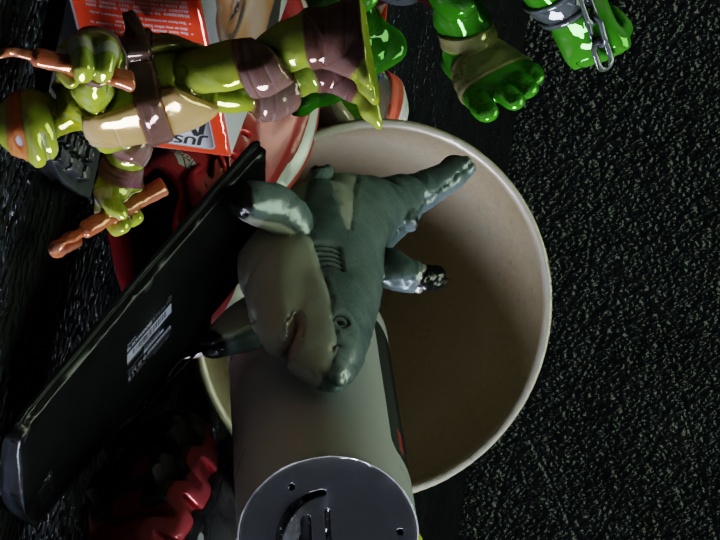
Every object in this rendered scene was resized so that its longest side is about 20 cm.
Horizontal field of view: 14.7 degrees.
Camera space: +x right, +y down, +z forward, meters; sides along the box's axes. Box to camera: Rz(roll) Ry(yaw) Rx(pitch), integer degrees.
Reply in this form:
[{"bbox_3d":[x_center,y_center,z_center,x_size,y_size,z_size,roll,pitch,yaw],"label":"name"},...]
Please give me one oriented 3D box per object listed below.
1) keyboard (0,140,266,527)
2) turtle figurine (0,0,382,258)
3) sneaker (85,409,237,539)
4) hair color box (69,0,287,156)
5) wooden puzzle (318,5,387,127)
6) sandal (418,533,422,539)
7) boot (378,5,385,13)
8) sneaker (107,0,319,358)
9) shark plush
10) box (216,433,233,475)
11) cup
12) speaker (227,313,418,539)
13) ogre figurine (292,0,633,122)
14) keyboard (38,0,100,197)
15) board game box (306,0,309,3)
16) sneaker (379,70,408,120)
[{"bbox_3d":[-0.107,0.029,1.229,0.200,0.040,0.104,-50,157,-36],"label":"keyboard"},{"bbox_3d":[-0.074,-0.066,1.087,0.200,0.160,0.065,82,-4,-68],"label":"turtle figurine"},{"bbox_3d":[-0.097,0.162,1.240,0.098,0.071,0.201,47,49,-27],"label":"sneaker"},{"bbox_3d":[-0.079,-0.151,1.121,0.200,0.061,0.102,81,21,-51],"label":"hair color box"},{"bbox_3d":[-0.005,-0.161,1.592,0.185,0.046,0.201,116,-24,-79],"label":"wooden puzzle"},{"bbox_3d":[-0.032,0.181,1.311,0.079,0.087,0.200,-37,-154,33],"label":"sandal"},{"bbox_3d":[-0.013,-0.230,1.342,0.200,0.076,0.156,34,71,-52],"label":"boot"},{"bbox_3d":[-0.068,-0.063,1.334,0.116,0.078,0.201,70,29,-77],"label":"sneaker"},{"bbox_3d":[0.000,0.000,1.297,0.200,0.083,0.091,-29,140,-63],"label":"shark plush"},{"bbox_3d":[-0.058,0.141,1.566,0.119,0.041,0.200,-39,-163,32],"label":"box"},{"bbox_3d":[-0.013,0.013,1.516,0.143,0.199,0.201,-159,-103,-70],"label":"cup"},{"bbox_3d":[-0.020,0.076,1.274,0.200,0.081,0.082,-99,-166,-67],"label":"speaker"},{"bbox_3d":[0.010,-0.134,1.252,0.098,0.199,0.120,-49,135,-34],"label":"ogre figurine"},{"bbox_3d":[-0.104,-0.129,1.201,0.127,0.020,0.201,57,44,-79],"label":"keyboard"},{"bbox_3d":[-0.050,-0.182,1.475,0.136,0.034,0.201,-69,166,-58],"label":"board game box"},{"bbox_3d":[-0.032,-0.058,1.728,0.082,0.077,0.201,49,44,-45],"label":"sneaker"}]
